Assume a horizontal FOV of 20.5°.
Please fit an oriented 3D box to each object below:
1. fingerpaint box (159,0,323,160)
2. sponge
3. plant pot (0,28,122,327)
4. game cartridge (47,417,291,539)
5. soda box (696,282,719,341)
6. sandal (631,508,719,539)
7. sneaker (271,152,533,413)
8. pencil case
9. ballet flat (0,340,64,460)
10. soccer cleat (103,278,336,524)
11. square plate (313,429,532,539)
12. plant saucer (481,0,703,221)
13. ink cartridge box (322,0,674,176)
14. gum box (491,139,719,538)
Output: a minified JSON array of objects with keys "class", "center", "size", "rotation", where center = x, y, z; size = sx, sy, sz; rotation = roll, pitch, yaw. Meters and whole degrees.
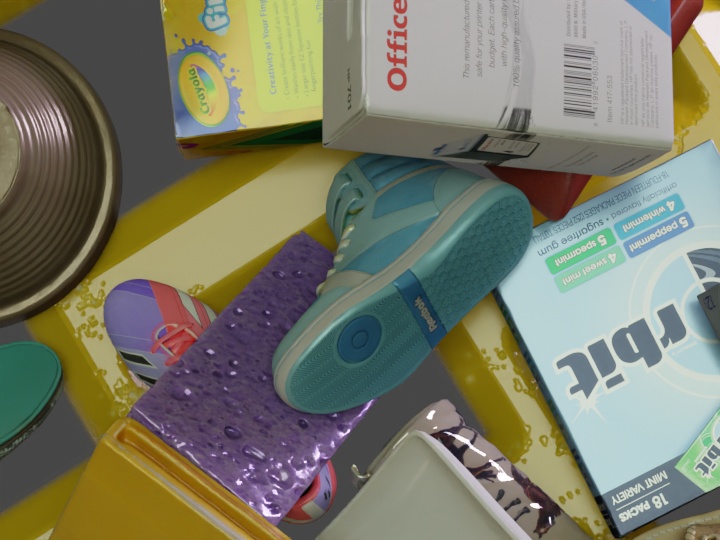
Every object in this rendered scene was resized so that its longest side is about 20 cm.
[{"class":"fingerpaint box","center":[-0.049,-0.185,1.300],"size":[0.165,0.073,0.202],"rotation":[-8,81,-1]},{"class":"sponge","center":[-0.049,0.068,1.231],"size":[0.111,0.030,0.200],"rotation":[38,46,4]},{"class":"plant pot","center":[-0.257,-0.065,1.278],"size":[0.199,0.093,0.203],"rotation":[0,83,1]},{"class":"game cartridge","center":[-0.113,0.204,1.204],"size":[0.176,0.200,0.032],"rotation":[37,42,6]},{"class":"soda box","center":[0.314,-0.002,1.240],"size":[0.199,0.068,0.064],"rotation":[-23,82,-23]},{"class":"sandal","center":[0.228,0.175,1.205],"size":[0.211,0.070,0.078],"rotation":[-21,79,-27]},{"class":"sneaker","center":[0.000,0.000,1.250],"size":[0.200,0.080,0.130],"rotation":[-38,43,-19]},{"class":"pencil case","center":[0.086,0.172,1.244],"size":[0.200,0.078,0.089],"rotation":[44,57,6]},{"class":"ballet flat","center":[-0.270,0.117,1.257],"size":[0.072,0.072,0.200],"rotation":[43,52,6]},{"class":"soccer cleat","center":[-0.089,0.079,1.262],"size":[0.067,0.076,0.200],"rotation":[-41,84,-5]},{"class":"square plate","center":[0.063,0.211,1.207],"size":[0.200,0.198,0.028],"rotation":[46,46,7]},{"class":"plant saucer","center":[0.108,-0.169,1.268],"size":[0.199,0.037,0.201],"rotation":[39,70,-9]},{"class":"ink cartridge box","center":[0.081,-0.143,1.188],"size":[0.198,0.086,0.148],"rotation":[4,78,-18]},{"class":"gum box","center":[0.194,0.044,1.278],"size":[0.169,0.045,0.201],"rotation":[-26,81,-3]}]
